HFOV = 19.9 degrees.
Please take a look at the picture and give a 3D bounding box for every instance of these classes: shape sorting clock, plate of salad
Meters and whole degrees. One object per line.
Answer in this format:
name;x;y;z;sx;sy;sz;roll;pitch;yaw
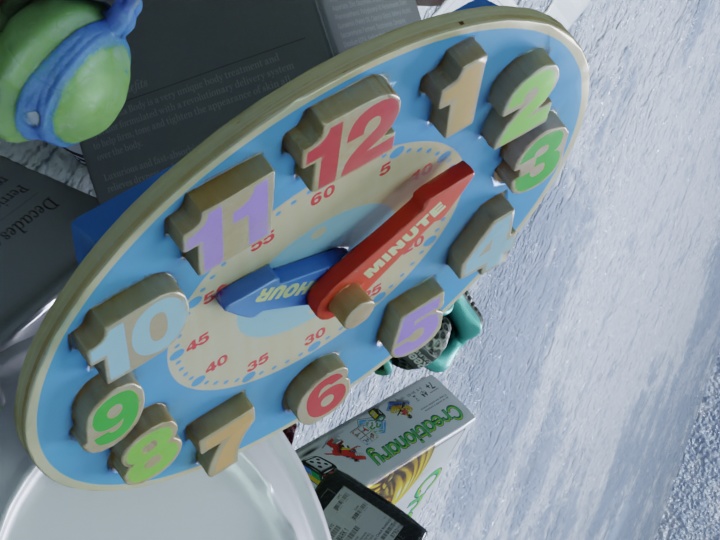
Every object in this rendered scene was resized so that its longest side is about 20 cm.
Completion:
shape sorting clock;-0.012;0.000;0.601;0.199;0.039;0.201;-31;153;-17
plate of salad;-0.080;0.118;0.662;0.199;0.048;0.202;17;66;-45

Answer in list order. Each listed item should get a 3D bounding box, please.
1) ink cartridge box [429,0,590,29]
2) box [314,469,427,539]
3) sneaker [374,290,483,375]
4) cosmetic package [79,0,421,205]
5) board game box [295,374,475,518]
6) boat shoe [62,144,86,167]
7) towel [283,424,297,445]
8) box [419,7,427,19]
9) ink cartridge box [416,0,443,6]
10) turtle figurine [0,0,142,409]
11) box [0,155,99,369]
ink cartridge box;0.008;-0.080;0.906;0.200;0.050;0.162;-48;164;6
box;-0.057;0.195;0.802;0.200;0.051;0.158;-49;164;-35
sneaker;0.000;0.000;0.838;0.078;0.091;0.200;-46;162;14
cosmetic package;-0.050;-0.108;0.687;0.090;0.106;0.202;-20;96;-64
board game box;-0.033;0.146;0.942;0.126;0.035;0.201;-26;152;-48
boat shoe;-0.085;-0.058;0.935;0.200;0.071;0.068;-34;142;-70
towel;-0.052;0.051;1.041;0.145;0.023;0.201;95;-9;-47
box;-0.008;-0.170;1.048;0.118;0.048;0.200;-67;163;1
ink cartridge box;0.034;-0.242;0.929;0.146;0.084;0.201;-52;136;-38
turtle figurine;-0.160;-0.072;0.539;0.143;0.194;0.200;-21;155;-47
box;-0.185;0.082;0.712;0.200;0.130;0.200;-46;152;-47
